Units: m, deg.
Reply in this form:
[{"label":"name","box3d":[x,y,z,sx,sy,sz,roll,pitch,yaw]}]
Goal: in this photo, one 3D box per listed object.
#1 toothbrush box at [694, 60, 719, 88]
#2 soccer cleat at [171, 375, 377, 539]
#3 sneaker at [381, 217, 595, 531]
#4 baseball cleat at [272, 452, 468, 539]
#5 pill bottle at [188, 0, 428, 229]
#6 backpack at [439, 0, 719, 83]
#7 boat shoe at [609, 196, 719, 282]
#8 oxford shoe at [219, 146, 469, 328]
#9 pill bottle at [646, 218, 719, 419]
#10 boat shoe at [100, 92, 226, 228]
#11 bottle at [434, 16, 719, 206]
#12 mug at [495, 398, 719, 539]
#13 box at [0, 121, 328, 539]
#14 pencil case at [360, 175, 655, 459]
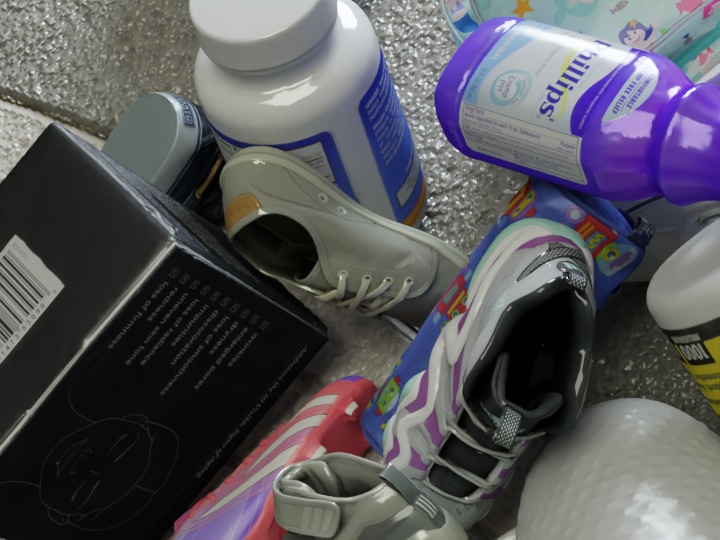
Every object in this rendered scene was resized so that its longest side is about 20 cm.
[{"label":"toothbrush box","box3d":[0.279,-0.051,1.297,0.085,0.146,0.200,-38,90,-10]},{"label":"soccer cleat","box3d":[-0.064,0.137,1.404,0.076,0.067,0.200,26,75,33]},{"label":"sneaker","box3d":[0.067,0.077,1.264,0.077,0.140,0.201,19,105,-8]},{"label":"baseball cleat","box3d":[-0.025,0.160,1.317,0.107,0.200,0.070,49,39,-4]},{"label":"pill bottle","box3d":[-0.034,-0.097,1.426,0.112,0.200,0.112,-9,48,11]},{"label":"backpack","box3d":[0.146,-0.152,1.446,0.177,0.151,0.200,-37,53,3]},{"label":"boat shoe","box3d":[0.212,-0.022,1.393,0.199,0.074,0.067,-18,57,6]},{"label":"oxford shoe","box3d":[0.000,0.000,1.398,0.075,0.200,0.058,-38,30,43]},{"label":"pill bottle","box3d":[0.246,0.064,1.267,0.112,0.112,0.200,-35,100,-3]},{"label":"boat shoe","box3d":[-0.144,-0.023,1.513,0.200,0.091,0.071,-47,55,21]},{"label":"bottle","box3d":[0.137,-0.079,1.289,0.200,0.065,0.084,20,61,36]},{"label":"mug","box3d":[0.130,0.167,1.275,0.199,0.148,0.176,-25,37,10]},{"label":"box","box3d":[-0.154,0.052,1.375,0.200,0.197,0.124,-50,59,3]},{"label":"pencil case","box3d":[0.084,0.033,1.367,0.200,0.087,0.078,-55,28,13]}]
